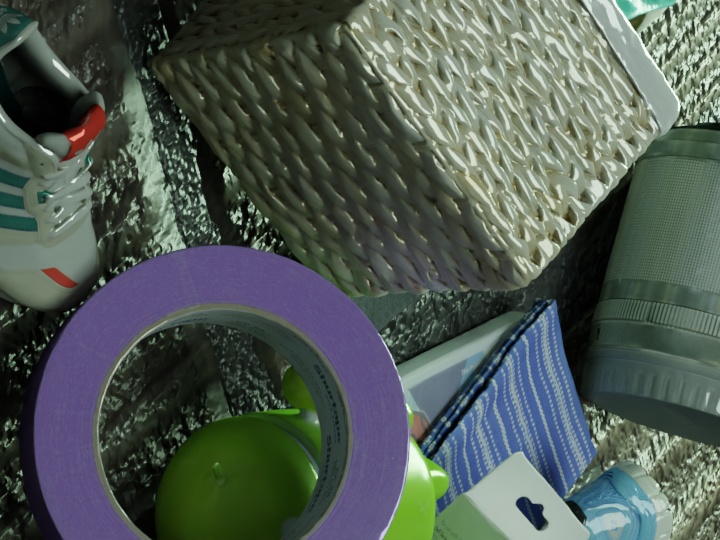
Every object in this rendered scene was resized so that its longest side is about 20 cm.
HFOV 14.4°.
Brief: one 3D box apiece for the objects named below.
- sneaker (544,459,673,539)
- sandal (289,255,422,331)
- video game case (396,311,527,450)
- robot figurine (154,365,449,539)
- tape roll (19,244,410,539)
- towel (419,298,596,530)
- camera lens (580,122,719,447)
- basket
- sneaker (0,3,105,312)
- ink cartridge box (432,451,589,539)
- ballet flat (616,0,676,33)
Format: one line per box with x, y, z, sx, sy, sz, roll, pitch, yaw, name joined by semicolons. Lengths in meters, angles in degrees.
0.129;0.211;1.877;0.090;0.078;0.200;-13;134;-37;sneaker
0.000;0.001;1.714;0.200;0.043;0.076;-23;123;-58;sandal
0.053;0.139;1.824;0.200;0.023;0.183;-23;116;-49;video game case
-0.036;0.137;1.621;0.200;0.116;0.176;-1;116;-54;robot figurine
-0.077;0.090;1.499;0.200;0.066;0.201;2;81;-14;tape roll
0.092;0.131;1.838;0.200;0.024;0.145;-50;135;-37;towel
0.248;0.009;1.946;0.160;0.160;0.200;30;73;-52;camera lens
0.029;-0.102;1.560;0.200;0.198;0.161;52;58;-23;basket
-0.164;-0.052;1.423;0.070;0.093;0.200;-50;134;-35;sneaker
0.062;0.219;1.739;0.200;0.067;0.117;-43;133;-2;ink cartridge box
0.165;-0.185;1.884;0.200;0.067;0.071;-22;139;-50;ballet flat
